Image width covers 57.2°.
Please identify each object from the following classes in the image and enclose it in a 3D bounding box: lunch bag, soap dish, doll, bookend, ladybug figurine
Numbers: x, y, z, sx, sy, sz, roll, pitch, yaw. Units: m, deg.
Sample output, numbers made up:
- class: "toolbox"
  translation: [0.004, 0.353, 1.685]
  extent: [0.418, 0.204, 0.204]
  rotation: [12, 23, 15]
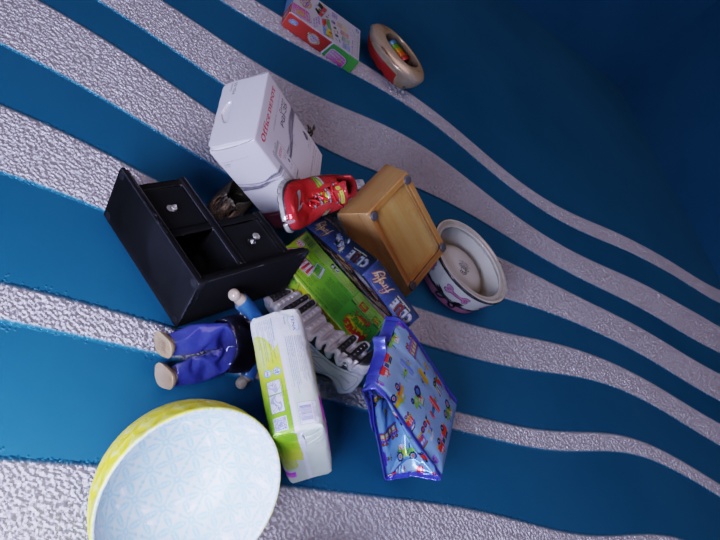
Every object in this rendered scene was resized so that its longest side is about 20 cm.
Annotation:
- class: "lunch bag"
  translation: [0.062, 0.176, 0.949]
  extent: [0.151, 0.093, 0.202]
  rotation: [-64, 139, -51]
- class: "soap dish"
  translation: [0.061, -0.064, 1.167]
  extent: [0.157, 0.081, 0.201]
  rotation: [-47, 117, -34]
- class: "doll"
  translation: [-0.170, 0.091, 0.864]
  extent: [0.198, 0.048, 0.139]
  rotation: [-10, 105, -46]
- class: "bookend"
  translation: [-0.211, -0.050, 0.917]
  extent: [0.199, 0.092, 0.199]
  rotation: [-18, 64, -48]
- class: "ladybug figurine"
  translation: [0.083, -0.548, 1.703]
  extent: [0.135, 0.072, 0.201]
  rotation: [-22, 75, -51]

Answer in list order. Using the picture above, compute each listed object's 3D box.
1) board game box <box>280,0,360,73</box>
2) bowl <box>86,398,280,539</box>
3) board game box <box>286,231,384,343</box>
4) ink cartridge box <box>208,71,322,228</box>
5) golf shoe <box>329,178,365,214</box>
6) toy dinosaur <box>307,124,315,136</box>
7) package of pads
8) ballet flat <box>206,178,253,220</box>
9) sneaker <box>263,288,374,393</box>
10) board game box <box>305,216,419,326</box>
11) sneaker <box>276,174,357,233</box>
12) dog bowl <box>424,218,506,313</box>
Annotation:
- class: "board game box"
  translation: [-0.090, -0.582, 1.584]
  extent: [0.199, 0.040, 0.154]
  rotation: [29, 41, -25]
- class: "bowl"
  translation: [-0.195, 0.217, 0.691]
  extent: [0.198, 0.203, 0.107]
  rotation: [12, 7, -39]
- class: "board game box"
  translation: [-0.056, 0.043, 1.056]
  extent: [0.200, 0.048, 0.102]
  rotation: [48, 37, -1]
- class: "ink cartridge box"
  translation: [-0.144, -0.187, 1.056]
  extent: [0.200, 0.082, 0.148]
  rotation: [53, 34, -50]
- class: "golf shoe"
  translation: [-0.038, -0.145, 1.203]
  extent: [0.198, 0.097, 0.079]
  rotation: [13, 50, -37]
- class: "toy dinosaur"
  translation: [-0.138, -0.258, 1.234]
  extent: [0.200, 0.048, 0.088]
  rotation: [42, 49, 5]
- class: "package of pads"
  translation: [-0.083, 0.156, 0.814]
  extent: [0.067, 0.201, 0.156]
  rotation: [-12, 60, -8]
- class: "ballet flat"
  translation: [-0.190, -0.136, 1.079]
  extent: [0.067, 0.046, 0.201]
  rotation: [43, 37, -8]
- class: "sneaker"
  translation: [-0.072, 0.102, 0.971]
  extent: [0.199, 0.082, 0.075]
  rotation: [38, 34, 20]
- class: "board game box"
  translation: [0.000, 0.000, 1.037]
  extent: [0.136, 0.035, 0.200]
  rotation: [52, -7, -36]
- class: "sneaker"
  translation: [-0.062, -0.116, 1.011]
  extent: [0.200, 0.084, 0.078]
  rotation: [-46, 125, -60]
- class: "dog bowl"
  translation: [0.202, -0.002, 1.339]
  extent: [0.199, 0.074, 0.202]
  rotation: [27, 42, -27]
